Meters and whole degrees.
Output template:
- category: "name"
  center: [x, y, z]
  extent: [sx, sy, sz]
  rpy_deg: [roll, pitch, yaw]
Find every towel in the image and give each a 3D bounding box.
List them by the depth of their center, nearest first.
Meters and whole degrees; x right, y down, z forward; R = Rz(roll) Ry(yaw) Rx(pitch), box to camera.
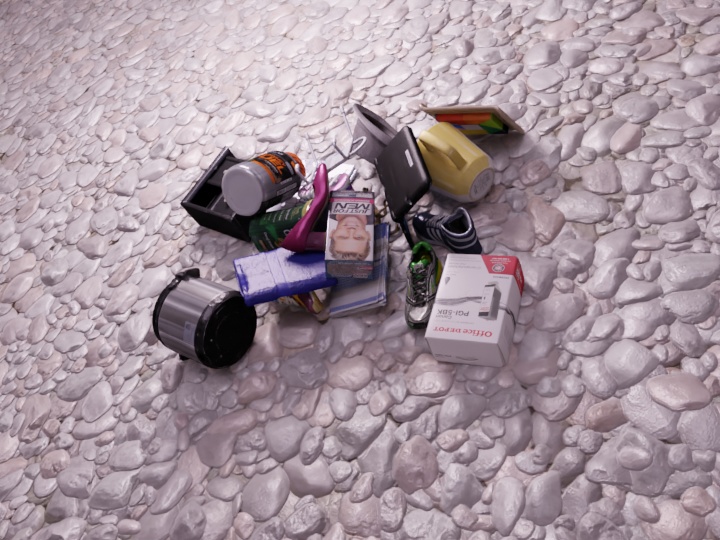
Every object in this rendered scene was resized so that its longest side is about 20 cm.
- category: "towel"
  center: [-0.160, 0.009, 1.554]
  extent: [0.199, 0.050, 0.148]
  rpy_deg: [-14, 41, -11]
- category: "towel"
  center: [0.000, 0.000, 1.579]
  extent: [0.147, 0.024, 0.201]
  rpy_deg: [-17, 53, 32]

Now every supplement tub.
- category: "supplement tub"
  center: [-0.221, -0.210, 1.736]
  extent: [0.122, 0.123, 0.200]
  rpy_deg: [6, 24, 28]

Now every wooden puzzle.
- category: "wooden puzzle"
  center: [0.252, -0.336, 1.671]
  extent: [0.199, 0.185, 0.037]
  rpy_deg: [10, 90, 28]

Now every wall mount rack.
- category: "wall mount rack"
  center: [-0.078, -0.286, 1.716]
  extent: [0.200, 0.075, 0.174]
  rpy_deg: [-30, 27, 27]

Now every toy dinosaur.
- category: "toy dinosaur"
  center: [0.032, -0.092, 1.660]
  extent: [0.101, 0.058, 0.201]
  rpy_deg: [-8, 65, 32]

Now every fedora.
- category: "fedora"
  center: [0.038, -0.303, 1.763]
  extent: [0.200, 0.177, 0.090]
  rpy_deg: [48, 111, 31]

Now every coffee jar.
- category: "coffee jar"
  center: [-0.147, -0.097, 1.684]
  extent: [0.199, 0.104, 0.085]
  rpy_deg: [-13, 35, 25]

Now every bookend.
- category: "bookend"
  center: [-0.310, -0.193, 1.848]
  extent: [0.200, 0.092, 0.199]
  rpy_deg: [20, 67, 37]

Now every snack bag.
- category: "snack bag"
  center: [-0.127, -0.194, 1.823]
  extent: [0.188, 0.021, 0.200]
  rpy_deg: [14, 61, 32]

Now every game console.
- category: "game console"
  center: [0.107, -0.175, 1.587]
  extent: [0.176, 0.116, 0.200]
  rpy_deg: [-47, 40, 31]

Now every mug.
- category: "mug"
  center: [0.198, -0.222, 1.607]
  extent: [0.186, 0.150, 0.153]
  rpy_deg: [-13, 42, -45]

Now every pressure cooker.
- category: "pressure cooker"
  center: [-0.344, 0.101, 1.583]
  extent: [0.200, 0.179, 0.176]
  rpy_deg: [16, 65, 33]

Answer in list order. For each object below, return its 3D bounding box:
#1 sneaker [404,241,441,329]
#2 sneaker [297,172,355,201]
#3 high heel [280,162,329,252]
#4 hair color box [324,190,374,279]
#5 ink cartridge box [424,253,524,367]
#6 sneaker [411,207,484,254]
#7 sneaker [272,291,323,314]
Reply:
- category: "sneaker"
  center: [0.118, 0.030, 1.491]
  extent: [0.078, 0.085, 0.201]
  rpy_deg: [-9, 51, 18]
- category: "sneaker"
  center: [-0.072, -0.173, 1.725]
  extent: [0.081, 0.088, 0.200]
  rpy_deg: [-54, 31, -16]
- category: "high heel"
  center: [-0.116, -0.137, 1.573]
  extent: [0.096, 0.067, 0.201]
  rpy_deg: [4, 73, -2]
- category: "hair color box"
  center: [-0.020, -0.078, 1.546]
  extent: [0.100, 0.061, 0.200]
  rpy_deg: [1, 50, 0]
- category: "ink cartridge box"
  center: [0.220, 0.072, 1.411]
  extent: [0.146, 0.083, 0.200]
  rpy_deg: [2, 55, 25]
- category: "sneaker"
  center: [0.174, -0.096, 1.548]
  extent: [0.070, 0.109, 0.200]
  rpy_deg: [-43, 49, -13]
- category: "sneaker"
  center: [-0.154, 0.050, 1.610]
  extent: [0.090, 0.075, 0.200]
  rpy_deg: [-35, 39, -8]
